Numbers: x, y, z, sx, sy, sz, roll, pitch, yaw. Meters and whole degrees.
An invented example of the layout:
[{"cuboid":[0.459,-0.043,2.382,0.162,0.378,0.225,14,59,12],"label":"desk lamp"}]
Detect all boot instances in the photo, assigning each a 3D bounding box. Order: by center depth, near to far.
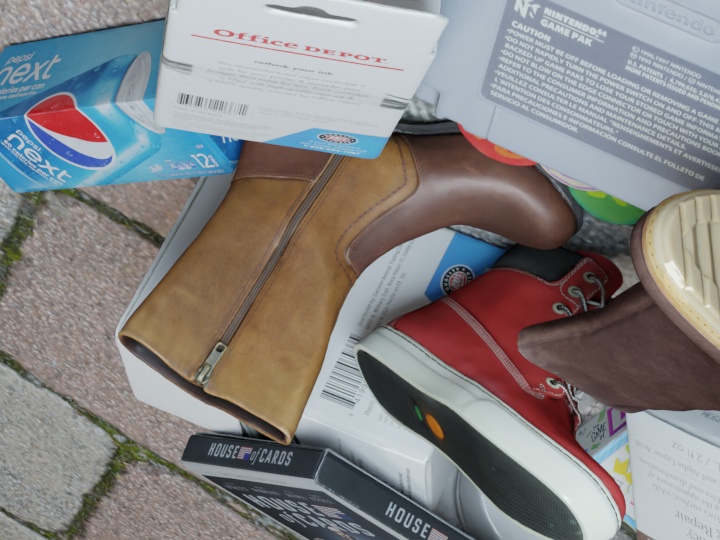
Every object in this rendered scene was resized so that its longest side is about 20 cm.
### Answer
[{"cuboid":[0.133,0.028,0.872,0.165,0.073,0.199,-10,155,42],"label":"boot"},{"cuboid":[0.104,0.052,1.020,0.200,0.144,0.073,39,155,49],"label":"boot"},{"cuboid":[0.000,0.000,1.025,0.187,0.201,0.069,27,150,3],"label":"boot"}]

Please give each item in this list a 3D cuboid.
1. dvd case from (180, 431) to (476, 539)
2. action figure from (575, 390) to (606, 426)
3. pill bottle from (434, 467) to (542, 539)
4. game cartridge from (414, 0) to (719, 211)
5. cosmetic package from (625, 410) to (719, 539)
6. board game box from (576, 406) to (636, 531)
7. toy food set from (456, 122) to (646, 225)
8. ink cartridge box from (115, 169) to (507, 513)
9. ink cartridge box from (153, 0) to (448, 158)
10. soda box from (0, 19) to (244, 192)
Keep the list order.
[{"cuboid":[0.008,0.153,1.162,0.199,0.025,0.150,34,161,-29],"label":"dvd case"},{"cuboid":[0.163,0.103,1.181,0.130,0.070,0.200,-4,135,50],"label":"action figure"},{"cuboid":[0.074,0.168,1.313,0.113,0.114,0.200,35,151,-12],"label":"pill bottle"},{"cuboid":[0.126,-0.087,0.851,0.199,0.042,0.134,25,135,9],"label":"game cartridge"},{"cuboid":[0.204,0.150,1.042,0.101,0.074,0.202,24,133,43],"label":"cosmetic package"},{"cuboid":[0.231,0.124,1.113,0.200,0.034,0.134,39,116,-20],"label":"board game box"},{"cuboid":[0.127,-0.087,0.934,0.196,0.049,0.201,12,147,29],"label":"toy food set"},{"cuboid":[-0.022,0.035,1.156,0.198,0.145,0.084,21,152,15],"label":"ink cartridge box"},{"cuboid":[-0.028,-0.116,0.878,0.115,0.067,0.200,9,166,-7],"label":"ink cartridge box"},{"cuboid":[-0.143,-0.095,1.140,0.199,0.068,0.064,-3,139,44],"label":"soda box"}]
